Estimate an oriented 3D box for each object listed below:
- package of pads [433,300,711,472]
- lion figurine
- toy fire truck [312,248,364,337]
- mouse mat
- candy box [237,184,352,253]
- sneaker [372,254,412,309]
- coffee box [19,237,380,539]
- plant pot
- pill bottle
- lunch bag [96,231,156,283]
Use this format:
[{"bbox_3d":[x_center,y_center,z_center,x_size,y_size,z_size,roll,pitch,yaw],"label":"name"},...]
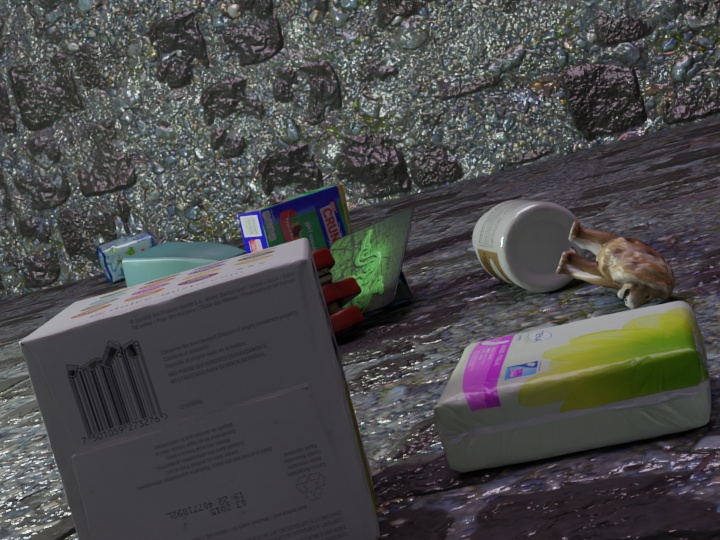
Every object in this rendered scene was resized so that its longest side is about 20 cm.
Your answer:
[{"bbox_3d":[0.169,0.087,0.937,0.200,0.068,0.155,-13,9,17],"label":"package of pads"},{"bbox_3d":[0.288,-0.006,1.360,0.122,0.073,0.200,20,7,8],"label":"lion figurine"},{"bbox_3d":[-0.102,0.064,1.604,0.200,0.112,0.168,-21,-10,-43],"label":"toy fire truck"},{"bbox_3d":[0.000,0.000,1.711,0.161,0.008,0.200,-23,36,32],"label":"mouse mat"},{"bbox_3d":[-0.106,-0.049,2.168,0.200,0.169,0.077,-22,13,-41],"label":"candy box"},{"bbox_3d":[0.024,0.007,1.806,0.073,0.082,0.200,-18,7,-18],"label":"sneaker"},{"bbox_3d":[-0.107,0.103,0.887,0.199,0.200,0.198,-16,6,0],"label":"coffee box"},{"bbox_3d":[-0.302,0.025,2.198,0.200,0.142,0.141,-3,12,29],"label":"plant pot"},{"bbox_3d":[0.214,-0.036,1.592,0.114,0.115,0.200,-17,7,-7],"label":"pill bottle"},{"bbox_3d":[-0.695,-0.045,3.598,0.170,0.128,0.200,-18,17,-16],"label":"lunch bag"}]
